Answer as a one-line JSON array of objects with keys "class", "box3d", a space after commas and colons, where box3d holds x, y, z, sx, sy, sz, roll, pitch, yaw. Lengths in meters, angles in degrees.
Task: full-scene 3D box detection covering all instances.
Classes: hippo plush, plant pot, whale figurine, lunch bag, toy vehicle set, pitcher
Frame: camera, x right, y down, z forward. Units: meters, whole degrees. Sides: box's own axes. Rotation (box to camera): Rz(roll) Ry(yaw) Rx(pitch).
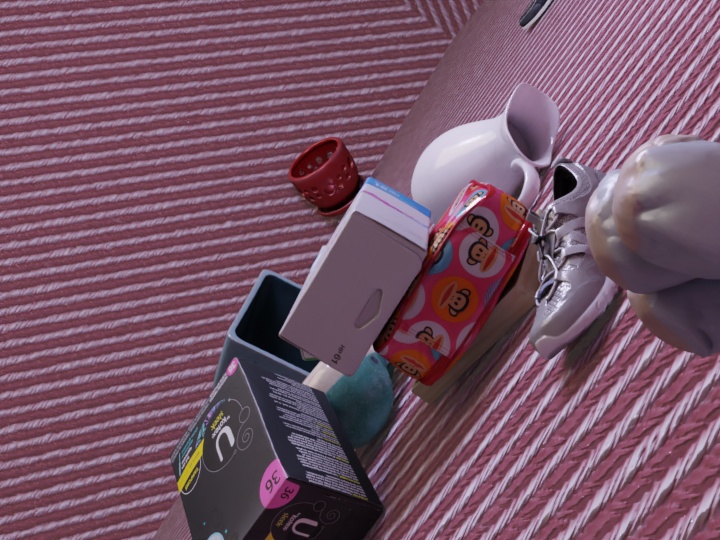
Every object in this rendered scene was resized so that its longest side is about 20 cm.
[{"class": "hippo plush", "box3d": [0.197, -0.047, 0.451, 0.161, 0.159, 0.200, -59, 6, -14]}, {"class": "plant pot", "box3d": [-0.125, 0.160, 1.736, 0.201, 0.195, 0.196, -62, 3, 34]}, {"class": "whale figurine", "box3d": [-0.002, 0.154, 1.325, 0.159, 0.104, 0.200, -51, -16, 12]}, {"class": "plant pot", "box3d": [-0.096, -0.281, 3.385, 0.199, 0.183, 0.201, -26, 32, 18]}, {"class": "lunch bag", "box3d": [0.086, 0.007, 1.096, 0.201, 0.082, 0.176, -57, 6, 5]}, {"class": "toy vehicle set", "box3d": [0.126, 0.039, 1.127, 0.200, 0.026, 0.125, -51, 9, 43]}, {"class": "pitcher", "box3d": [0.150, -0.112, 1.358, 0.200, 0.121, 0.173, -33, 37, 46]}]

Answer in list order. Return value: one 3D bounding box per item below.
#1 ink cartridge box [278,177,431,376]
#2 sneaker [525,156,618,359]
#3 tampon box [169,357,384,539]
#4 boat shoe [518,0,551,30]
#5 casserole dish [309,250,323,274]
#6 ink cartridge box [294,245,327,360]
[{"class": "ink cartridge box", "box3d": [0.000, 0.000, 1.098, 0.145, 0.084, 0.200, -59, 4, 14]}, {"class": "sneaker", "box3d": [0.160, -0.012, 0.883, 0.075, 0.082, 0.201, -50, 10, 45]}, {"class": "tampon box", "box3d": [-0.093, 0.219, 1.138, 0.150, 0.126, 0.200, -56, 33, 15]}, {"class": "boat shoe", "box3d": [0.352, -0.553, 2.104, 0.200, 0.066, 0.075, -52, 9, 39]}, {"class": "casserole dish", "box3d": [0.028, 0.028, 1.378, 0.122, 0.199, 0.039, -58, -28, -19]}, {"class": "ink cartridge box", "box3d": [0.001, 0.034, 1.513, 0.145, 0.085, 0.200, -7, 25, 14]}]
